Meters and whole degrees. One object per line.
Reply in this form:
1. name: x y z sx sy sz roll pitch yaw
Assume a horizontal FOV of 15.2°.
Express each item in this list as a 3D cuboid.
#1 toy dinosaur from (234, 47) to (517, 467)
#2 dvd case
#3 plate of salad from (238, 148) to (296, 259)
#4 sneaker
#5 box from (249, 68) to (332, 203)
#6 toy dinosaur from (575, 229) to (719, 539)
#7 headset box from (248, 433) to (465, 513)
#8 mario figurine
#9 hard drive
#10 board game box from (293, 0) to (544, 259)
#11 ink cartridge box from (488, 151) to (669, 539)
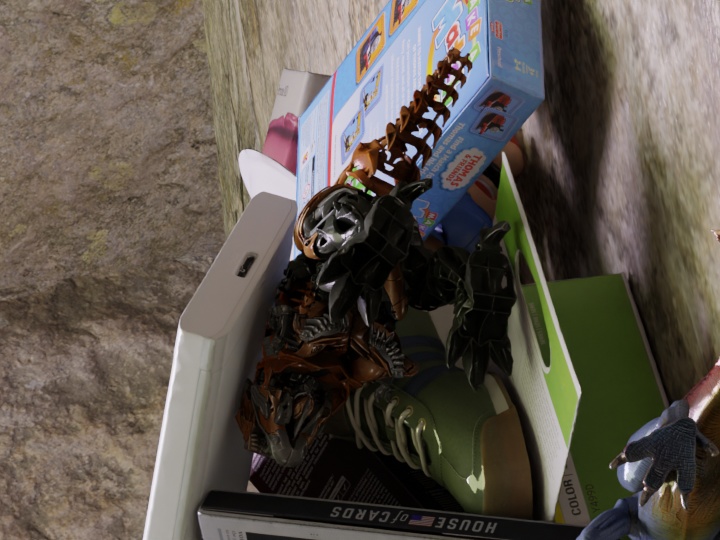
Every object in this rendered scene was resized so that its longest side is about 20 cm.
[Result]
1. toy dinosaur: -0.001 -0.005 1.246 0.136 0.102 0.201 -160 73 -64
2. dvd case: 0.031 0.174 1.260 0.025 0.200 0.151 -57 -36 -49
3. plate of salad: 0.000 0.000 1.608 0.200 0.048 0.200 46 168 13
4. sneaker: 0.019 0.069 1.300 0.200 0.090 0.067 -112 17 -61
5. box: -0.017 -0.024 1.769 0.128 0.109 0.201 -153 77 -80
6. toy dinosaur: 0.149 0.098 1.119 0.181 0.105 0.200 48 -114 -85
7. headset box: 0.015 0.090 1.432 0.200 0.148 0.075 46 120 29
8. mario figurine: 0.059 -0.032 1.479 0.200 0.106 0.124 -81 -13 -62
9. hard drive: -0.072 0.078 1.309 0.132 0.026 0.200 -63 -13 -56
10. board game box: 0.027 -0.083 1.385 0.200 0.037 0.152 -51 27 41
11. ink cartridge box: 0.108 0.060 1.262 0.200 0.076 0.148 94 166 -50
